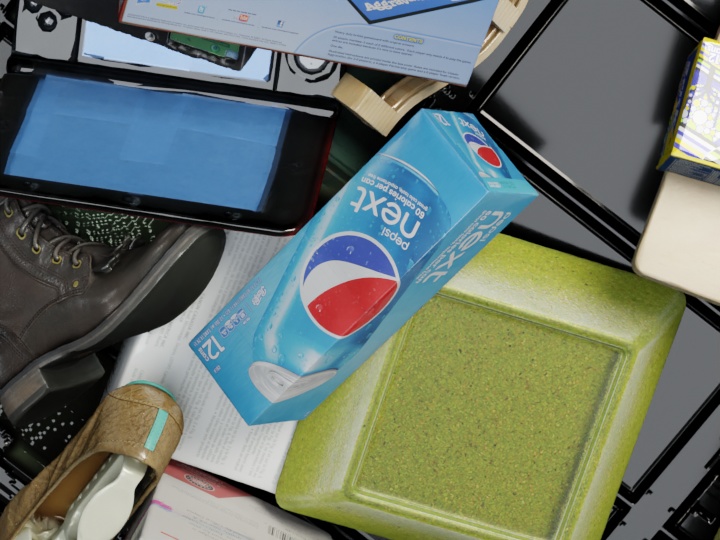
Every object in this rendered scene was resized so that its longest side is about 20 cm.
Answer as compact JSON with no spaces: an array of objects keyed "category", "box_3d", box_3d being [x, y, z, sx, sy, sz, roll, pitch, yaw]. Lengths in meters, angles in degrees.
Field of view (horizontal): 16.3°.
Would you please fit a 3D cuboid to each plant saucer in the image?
[{"category":"plant saucer","box_3d":[0.073,0.081,1.476,0.200,0.048,0.200,17,102,-9]}]

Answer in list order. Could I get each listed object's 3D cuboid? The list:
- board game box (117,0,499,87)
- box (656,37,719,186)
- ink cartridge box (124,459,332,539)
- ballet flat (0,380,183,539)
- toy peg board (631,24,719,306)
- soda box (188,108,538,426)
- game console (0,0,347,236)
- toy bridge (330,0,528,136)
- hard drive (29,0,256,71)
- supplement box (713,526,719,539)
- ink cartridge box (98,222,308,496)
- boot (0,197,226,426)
[{"category":"board game box","box_3d":[-0.022,-0.162,1.353,0.200,0.019,0.103,9,126,-16]},{"category":"box","box_3d":[0.267,-0.063,1.358,0.200,0.064,0.070,16,87,0]},{"category":"ink cartridge box","box_3d":[-0.084,0.187,1.449,0.116,0.200,0.068,27,102,-4]},{"category":"ballet flat","box_3d":[-0.166,0.148,1.484,0.068,0.072,0.200,29,126,-19]},{"category":"toy peg board","box_3d":[0.277,-0.055,1.438,0.200,0.098,0.199,21,87,1]},{"category":"soda box","box_3d":[0.000,0.000,1.406,0.200,0.068,0.064,-45,71,21]},{"category":"game console","box_3d":[-0.111,-0.124,1.436,0.200,0.119,0.172,8,102,3]},{"category":"toy bridge","box_3d":[0.065,-0.161,1.439,0.200,0.027,0.067,-54,136,-3]},{"category":"hard drive","box_3d":[-0.141,-0.204,1.387,0.200,0.038,0.140,19,127,9]},{"category":"supplement box","box_3d":[0.311,0.179,1.445,0.200,0.134,0.200,24,102,0]},{"category":"ink cartridge box","box_3d":[-0.039,0.054,1.509,0.200,0.057,0.163,20,102,-14]},{"category":"boot","box_3d":[-0.190,-0.023,1.464,0.200,0.069,0.174,-39,76,24]}]
